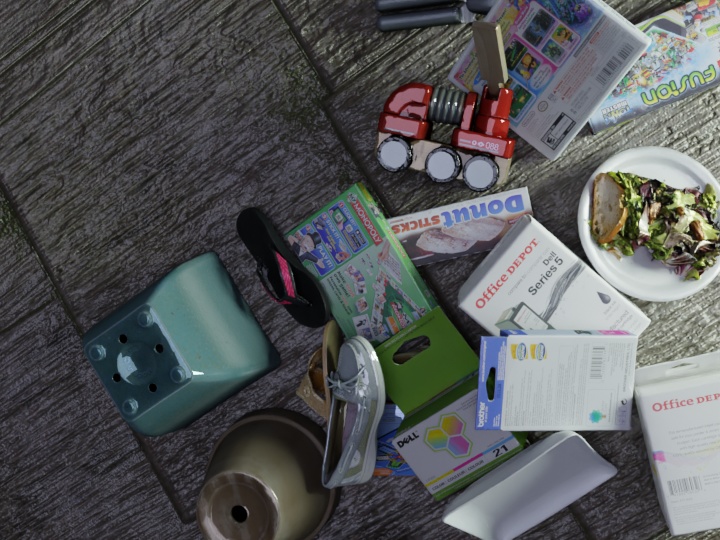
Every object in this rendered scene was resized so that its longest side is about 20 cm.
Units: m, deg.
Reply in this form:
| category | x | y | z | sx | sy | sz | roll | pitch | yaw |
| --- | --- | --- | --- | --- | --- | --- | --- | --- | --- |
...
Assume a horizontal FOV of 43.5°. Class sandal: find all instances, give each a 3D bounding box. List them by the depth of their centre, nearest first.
| category | x | y | z | sx | sy | sz | roll | pitch | yaw |
| --- | --- | --- | --- | --- | --- | --- | --- | --- | --- |
| sandal | -0.057 | 0.179 | 1.254 | 0.069 | 0.078 | 0.214 | -6 | 99 | 19 |
| sandal | -0.118 | 0.003 | 1.256 | 0.201 | 0.045 | 0.075 | 53 | 127 | 8 |

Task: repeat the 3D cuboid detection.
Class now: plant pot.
| category | x | y | z | sx | sy | sz | roll | pitch | yaw |
| --- | --- | --- | --- | --- | --- | --- | --- | --- | --- |
| plant pot | -0.260 | 0.111 | 1.228 | 0.195 | 0.200 | 0.197 | -33 | 87 | 13 |
| plant pot | -0.138 | 0.304 | 1.229 | 0.198 | 0.173 | 0.202 | 1 | 93 | 11 |

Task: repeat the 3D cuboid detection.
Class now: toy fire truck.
| category | x | y | z | sx | sy | sz | roll | pitch | yaw |
| --- | --- | --- | --- | --- | --- | --- | --- | --- | --- |
| toy fire truck | 0.117 | -0.213 | 1.149 | 0.174 | 0.129 | 0.202 | 14 | 102 | 12 |

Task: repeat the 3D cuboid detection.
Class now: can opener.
| category | x | y | z | sx | sy | sz | roll | pitch | yaw |
| --- | --- | --- | --- | --- | --- | --- | --- | --- | --- |
| can opener | 0.114 | -0.351 | 1.185 | 0.198 | 0.066 | 0.053 | -3 | 95 | 17 |

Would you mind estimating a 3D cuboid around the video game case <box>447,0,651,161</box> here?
| category | x | y | z | sx | sy | sz | roll | pitch | yaw |
| --- | --- | --- | --- | --- | --- | --- | --- | --- | --- |
| video game case | 0.230 | -0.264 | 1.131 | 0.182 | 0.024 | 0.200 | 39 | 132 | 4 |

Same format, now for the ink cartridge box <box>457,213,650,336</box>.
| category | x | y | z | sx | sy | sz | roll | pitch | yaw |
| --- | --- | --- | --- | --- | --- | --- | --- | --- | --- |
| ink cartridge box | 0.243 | 0.048 | 1.160 | 0.200 | 0.084 | 0.146 | 39 | 101 | -2 |

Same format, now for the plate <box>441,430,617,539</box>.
| category | x | y | z | sx | sy | sz | roll | pitch | yaw |
| --- | --- | --- | --- | --- | --- | --- | --- | --- | --- |
| plate | 0.217 | 0.277 | 1.159 | 0.199 | 0.199 | 0.032 | -36 | 52 | 12 |

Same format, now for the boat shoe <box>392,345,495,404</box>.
| category | x | y | z | sx | sy | sz | roll | pitch | yaw |
| --- | --- | --- | --- | --- | --- | --- | --- | --- | --- |
| boat shoe | 0.130 | 0.136 | 1.224 | 0.199 | 0.063 | 0.074 | -3 | 108 | 19 |

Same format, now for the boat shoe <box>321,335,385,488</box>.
| category | x | y | z | sx | sy | sz | roll | pitch | yaw |
| --- | --- | --- | --- | --- | --- | --- | --- | --- | --- |
| boat shoe | -0.015 | 0.187 | 1.184 | 0.074 | 0.064 | 0.204 | 23 | 112 | 52 |

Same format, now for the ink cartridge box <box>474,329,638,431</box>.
| category | x | y | z | sx | sy | sz | roll | pitch | yaw |
| --- | --- | --- | --- | --- | --- | --- | --- | --- | --- |
| ink cartridge box | 0.233 | 0.132 | 1.092 | 0.198 | 0.042 | 0.121 | 0 | 100 | -11 |

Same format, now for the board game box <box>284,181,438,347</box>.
| category | x | y | z | sx | sy | sz | roll | pitch | yaw |
| --- | --- | --- | --- | --- | --- | --- | --- | --- | --- |
| board game box | 0.000 | 0.000 | 1.236 | 0.134 | 0.029 | 0.201 | -32 | 87 | 24 |

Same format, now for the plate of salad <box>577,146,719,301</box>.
| category | x | y | z | sx | sy | sz | roll | pitch | yaw |
| --- | --- | --- | --- | --- | --- | --- | --- | --- | --- |
| plate of salad | 0.373 | -0.062 | 1.132 | 0.198 | 0.048 | 0.202 | 0 | 78 | -2 |

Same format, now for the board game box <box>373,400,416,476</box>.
| category | x | y | z | sx | sy | sz | roll | pitch | yaw |
| --- | --- | --- | --- | --- | --- | --- | --- | --- | --- |
| board game box | 0.099 | 0.232 | 1.250 | 0.198 | 0.019 | 0.104 | -2 | 93 | 12 |

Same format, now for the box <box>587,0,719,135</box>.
| category | x | y | z | sx | sy | sz | roll | pitch | yaw |
| --- | --- | --- | --- | --- | --- | --- | --- | --- | --- |
| box | 0.372 | -0.261 | 1.147 | 0.198 | 0.035 | 0.111 | -22 | 90 | 13 |

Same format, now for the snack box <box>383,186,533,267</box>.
| category | x | y | z | sx | sy | sz | roll | pitch | yaw |
| --- | --- | --- | --- | --- | --- | --- | --- | --- | --- |
| snack box | 0.134 | -0.056 | 1.218 | 0.198 | 0.024 | 0.073 | -13 | 94 | 13 |

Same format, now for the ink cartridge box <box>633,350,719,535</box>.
| category | x | y | z | sx | sy | sz | roll | pitch | yaw |
| --- | --- | --- | --- | --- | --- | --- | --- | --- | --- |
| ink cartridge box | 0.420 | 0.203 | 1.124 | 0.127 | 0.125 | 0.202 | -13 | 91 | 12 |

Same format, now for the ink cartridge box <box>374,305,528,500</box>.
| category | x | y | z | sx | sy | sz | roll | pitch | yaw |
| --- | --- | --- | --- | --- | --- | --- | --- | --- | --- |
| ink cartridge box | 0.100 | 0.173 | 1.168 | 0.147 | 0.076 | 0.201 | -36 | 96 | 25 |
